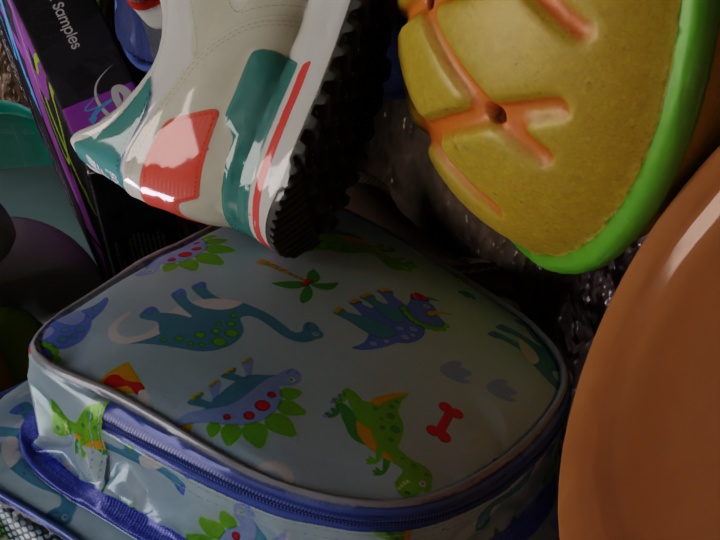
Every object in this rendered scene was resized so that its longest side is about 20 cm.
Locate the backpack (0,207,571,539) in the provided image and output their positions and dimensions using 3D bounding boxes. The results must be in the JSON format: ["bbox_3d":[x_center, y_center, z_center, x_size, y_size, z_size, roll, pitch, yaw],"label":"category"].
[{"bbox_3d":[-0.012,0.083,0.681,0.200,0.183,0.147,32,127,22],"label":"backpack"}]

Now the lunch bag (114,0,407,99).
[{"bbox_3d":[-0.024,-0.161,0.802,0.136,0.132,0.201,19,110,62],"label":"lunch bag"}]

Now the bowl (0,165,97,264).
[{"bbox_3d":[-0.188,0.037,1.030,0.201,0.105,0.201,-167,90,-75],"label":"bowl"}]

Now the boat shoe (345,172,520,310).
[{"bbox_3d":[-0.006,0.001,0.844,0.202,0.075,0.075,-9,87,64],"label":"boat shoe"}]

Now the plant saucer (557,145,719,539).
[{"bbox_3d":[0.110,0.026,0.563,0.200,0.037,0.200,-49,25,32],"label":"plant saucer"}]

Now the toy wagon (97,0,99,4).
[{"bbox_3d":[-0.144,-0.212,1.142,0.200,0.039,0.156,-34,62,61],"label":"toy wagon"}]

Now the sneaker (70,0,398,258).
[{"bbox_3d":[-0.027,-0.106,0.698,0.070,0.093,0.200,59,-132,-68],"label":"sneaker"}]

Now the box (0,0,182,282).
[{"bbox_3d":[-0.121,-0.079,0.927,0.143,0.036,0.200,84,163,-57],"label":"box"}]

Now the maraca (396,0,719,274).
[{"bbox_3d":[0.069,-0.096,0.650,0.137,0.107,0.201,-133,48,-54],"label":"maraca"}]

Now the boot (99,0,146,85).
[{"bbox_3d":[-0.072,-0.126,0.980,0.107,0.075,0.201,42,137,49],"label":"boot"}]

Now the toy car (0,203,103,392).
[{"bbox_3d":[-0.164,0.069,0.853,0.175,0.150,0.200,66,-171,17],"label":"toy car"}]

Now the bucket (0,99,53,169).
[{"bbox_3d":[-0.230,0.004,1.213,0.207,0.134,0.208,177,90,-68],"label":"bucket"}]
